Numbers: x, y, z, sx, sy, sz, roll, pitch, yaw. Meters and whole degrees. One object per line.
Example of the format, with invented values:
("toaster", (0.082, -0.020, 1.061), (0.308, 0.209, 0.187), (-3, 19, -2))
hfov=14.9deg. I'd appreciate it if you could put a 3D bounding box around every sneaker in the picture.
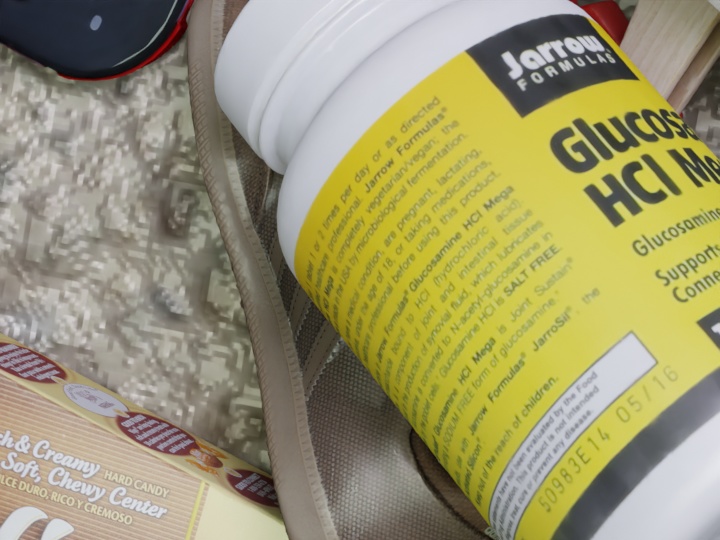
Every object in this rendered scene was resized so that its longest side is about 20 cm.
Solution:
("sneaker", (0.000, 0.000, 0.856), (0.075, 0.070, 0.201), (-15, 74, 7))

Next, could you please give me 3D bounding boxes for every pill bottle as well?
("pill bottle", (0.049, -0.003, 0.759), (0.112, 0.112, 0.200), (-43, 67, 10))

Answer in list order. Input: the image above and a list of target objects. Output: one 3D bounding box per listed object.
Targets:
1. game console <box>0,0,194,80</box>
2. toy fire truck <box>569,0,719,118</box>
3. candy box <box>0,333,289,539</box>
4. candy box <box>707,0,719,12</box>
("game console", (-0.104, -0.180, 0.897), (0.176, 0.031, 0.201), (28, 97, 8))
("toy fire truck", (0.085, -0.065, 0.823), (0.141, 0.049, 0.201), (-17, 89, 45))
("candy box", (-0.065, 0.116, 0.893), (0.199, 0.055, 0.116), (27, 98, 9))
("candy box", (0.097, -0.153, 0.707), (0.200, 0.061, 0.136), (41, 144, -15))
